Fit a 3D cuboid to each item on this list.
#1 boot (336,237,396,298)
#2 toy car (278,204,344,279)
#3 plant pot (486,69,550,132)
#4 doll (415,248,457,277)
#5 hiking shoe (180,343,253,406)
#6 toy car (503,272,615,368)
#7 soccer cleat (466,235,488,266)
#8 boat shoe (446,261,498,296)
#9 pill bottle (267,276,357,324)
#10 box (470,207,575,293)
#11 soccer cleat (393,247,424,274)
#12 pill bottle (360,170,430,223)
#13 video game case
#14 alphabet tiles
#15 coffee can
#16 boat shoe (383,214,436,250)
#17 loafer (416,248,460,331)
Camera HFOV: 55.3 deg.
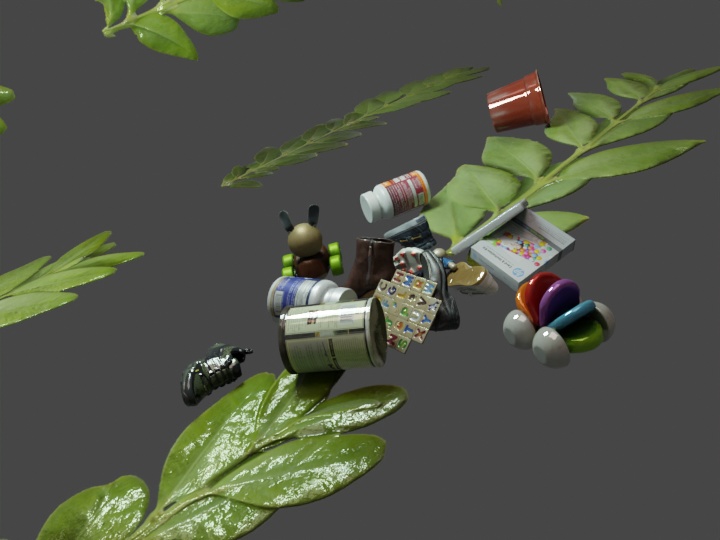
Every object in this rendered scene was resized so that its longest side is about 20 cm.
[{"bbox_3d":[0.000,0.000,1.653,0.198,0.168,0.072,4,19,26],"label":"boot"},{"bbox_3d":[-0.147,-0.079,1.850,0.162,0.202,0.158,-14,27,2],"label":"toy car"},{"bbox_3d":[0.574,-0.603,2.514,0.193,0.202,0.201,-14,25,20],"label":"plant pot"},{"bbox_3d":[0.173,0.013,1.651,0.136,0.049,0.201,-28,20,36],"label":"doll"},{"bbox_3d":[-0.314,0.221,1.502,0.100,0.076,0.200,-6,27,24],"label":"hiking shoe"},{"bbox_3d":[0.380,0.080,1.331,0.174,0.151,0.200,-24,28,-19],"label":"toy car"},{"bbox_3d":[0.358,-0.056,1.700,0.198,0.065,0.084,-21,30,-13],"label":"soccer cleat"},{"bbox_3d":[0.255,0.030,1.593,0.071,0.069,0.200,-52,15,-5],"label":"boat shoe"},{"bbox_3d":[-0.110,0.080,1.618,0.198,0.121,0.120,5,33,33],"label":"pill bottle"},{"bbox_3d":[0.384,-0.052,1.633,0.199,0.041,0.156,-33,53,-22],"label":"box"},{"bbox_3d":[0.115,-0.021,1.695,0.077,0.070,0.199,-27,2,-33],"label":"soccer cleat"},{"bbox_3d":[0.106,-0.222,2.095,0.198,0.111,0.110,-22,27,-14],"label":"pill bottle"},{"bbox_3d":[0.325,-0.111,1.711,0.199,0.023,0.182,-34,-2,20],"label":"video game case"},{"bbox_3d":[0.089,0.087,1.515,0.199,0.006,0.168,20,81,49],"label":"alphabet tiles"},{"bbox_3d":[-0.056,0.139,1.449,0.198,0.148,0.147,-6,28,15],"label":"coffee can"},{"bbox_3d":[0.132,-0.083,1.873,0.070,0.092,0.200,-27,2,-24],"label":"boat shoe"},{"bbox_3d":[0.157,0.042,1.518,0.071,0.073,0.202,-11,57,-8],"label":"loafer"}]
